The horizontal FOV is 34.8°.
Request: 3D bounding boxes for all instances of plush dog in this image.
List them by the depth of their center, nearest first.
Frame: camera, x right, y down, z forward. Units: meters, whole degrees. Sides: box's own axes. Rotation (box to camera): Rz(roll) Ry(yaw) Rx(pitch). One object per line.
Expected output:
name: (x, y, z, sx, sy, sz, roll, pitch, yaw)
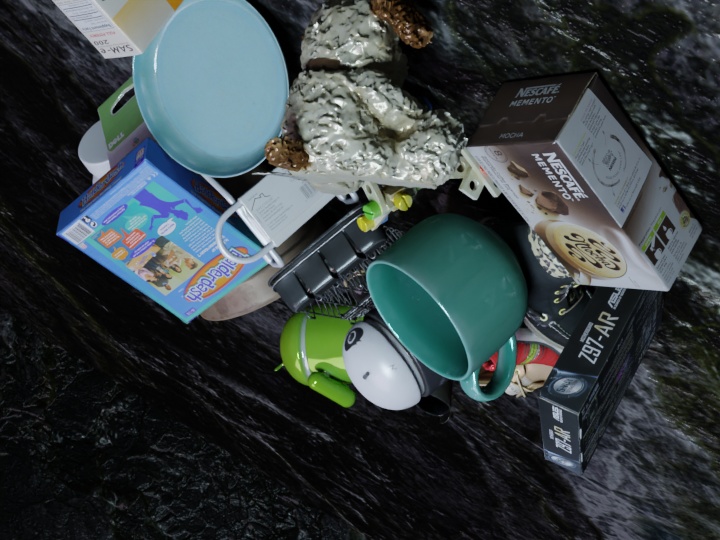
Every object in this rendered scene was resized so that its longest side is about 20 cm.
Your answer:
plush dog: (-0.013, -0.166, 1.023, 0.160, 0.173, 0.199, 10, 174, -39)

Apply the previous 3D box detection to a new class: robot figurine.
robot figurine: (0.071, 0.075, 1.361, 0.125, 0.200, 0.151, 32, 153, 51)
robot figurine: (-0.025, 0.103, 1.630, 0.199, 0.176, 0.116, -6, 135, 18)

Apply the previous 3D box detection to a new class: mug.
mug: (0.100, 0.028, 1.186, 0.152, 0.114, 0.186, 35, 155, 34)

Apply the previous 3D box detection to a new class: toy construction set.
toy construction set: (0.049, -0.108, 1.156, 0.199, 0.092, 0.132, -6, 112, 47)

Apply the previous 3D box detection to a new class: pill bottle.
pill bottle: (-0.300, -0.117, 1.593, 0.119, 0.120, 0.200, 17, 154, 35)

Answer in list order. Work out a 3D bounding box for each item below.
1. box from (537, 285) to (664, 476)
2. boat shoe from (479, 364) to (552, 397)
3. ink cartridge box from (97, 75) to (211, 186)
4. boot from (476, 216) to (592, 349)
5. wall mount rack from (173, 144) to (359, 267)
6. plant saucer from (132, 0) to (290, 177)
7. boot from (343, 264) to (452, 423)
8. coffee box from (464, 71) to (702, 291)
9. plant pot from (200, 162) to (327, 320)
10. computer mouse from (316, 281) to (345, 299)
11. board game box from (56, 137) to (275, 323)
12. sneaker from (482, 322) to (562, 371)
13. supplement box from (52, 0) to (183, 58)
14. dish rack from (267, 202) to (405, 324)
box: (0.244, 0.085, 1.145, 0.043, 0.201, 0.160, 23, 158, 23)
boat shoe: (0.203, 0.130, 1.477, 0.074, 0.069, 0.200, 44, 157, -26)
ink cartridge box: (-0.248, -0.142, 1.385, 0.104, 0.201, 0.059, -37, 145, 26)
boot: (0.216, 0.015, 1.197, 0.203, 0.074, 0.154, 43, 162, -13)
wall mount rack: (-0.101, -0.106, 1.265, 0.174, 0.200, 0.075, 52, 167, -13)
plant saucer: (-0.153, -0.199, 1.204, 0.199, 0.027, 0.201, 11, 112, 27)
boot: (0.057, 0.093, 1.473, 0.199, 0.139, 0.077, 32, 135, -23)
coffee box: (0.201, -0.076, 1.025, 0.113, 0.080, 0.200, 6, 146, 52)
plant pot: (-0.158, -0.061, 1.453, 0.200, 0.200, 0.175, 1, 125, 54)
computer mouse: (-0.053, 0.002, 1.586, 0.138, 0.053, 0.200, 18, 165, -27)
board game box: (-0.219, -0.040, 1.311, 0.152, 0.045, 0.200, -34, 126, 24)
sneaker: (0.176, 0.082, 1.327, 0.199, 0.085, 0.077, 23, -151, -41)
supplement box: (-0.255, -0.318, 1.091, 0.073, 0.126, 0.200, 6, 146, 47)
dish rack: (0.000, 0.000, 1.349, 0.055, 0.153, 0.200, 58, -162, 19)
